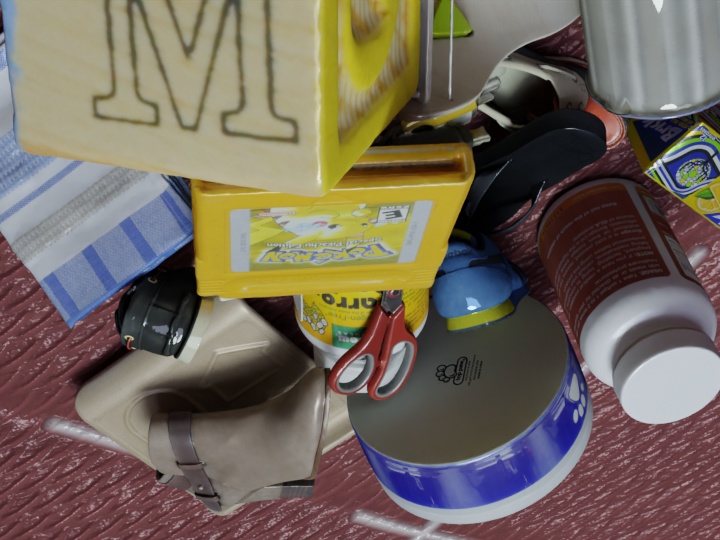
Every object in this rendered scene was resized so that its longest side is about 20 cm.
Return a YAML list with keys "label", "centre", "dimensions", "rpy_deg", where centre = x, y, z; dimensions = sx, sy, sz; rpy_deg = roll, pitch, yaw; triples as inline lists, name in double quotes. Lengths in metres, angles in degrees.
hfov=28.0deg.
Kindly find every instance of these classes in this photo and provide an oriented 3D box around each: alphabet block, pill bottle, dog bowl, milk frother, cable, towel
- label: "alphabet block"
  centre: [-0.082, -0.178, 0.867]
  dimensions: [0.199, 0.195, 0.197]
  rpy_deg: [10, 120, 17]
- label: "pill bottle"
  centre: [0.000, 0.000, 1.164]
  dimensions: [0.112, 0.113, 0.200]
  rpy_deg: [-7, 132, -7]
- label: "dog bowl"
  centre: [0.092, 0.111, 1.227]
  dimensions: [0.199, 0.200, 0.079]
  rpy_deg: [-21, 130, 5]
- label: "milk frother"
  centre: [0.248, -0.206, 0.973]
  dimensions: [0.180, 0.200, 0.188]
  rpy_deg: [-28, 132, -12]
- label: "pill bottle"
  centre: [0.222, 0.025, 1.182]
  dimensions: [0.112, 0.200, 0.112]
  rpy_deg: [-7, 132, -8]
- label: "cable"
  centre: [0.009, -0.083, 1.037]
  dimensions: [0.199, 0.050, 0.097]
  rpy_deg: [-14, 150, -17]
- label: "towel"
  centre: [-0.214, -0.076, 1.030]
  dimensions: [0.147, 0.024, 0.200]
  rpy_deg: [-33, 93, 18]

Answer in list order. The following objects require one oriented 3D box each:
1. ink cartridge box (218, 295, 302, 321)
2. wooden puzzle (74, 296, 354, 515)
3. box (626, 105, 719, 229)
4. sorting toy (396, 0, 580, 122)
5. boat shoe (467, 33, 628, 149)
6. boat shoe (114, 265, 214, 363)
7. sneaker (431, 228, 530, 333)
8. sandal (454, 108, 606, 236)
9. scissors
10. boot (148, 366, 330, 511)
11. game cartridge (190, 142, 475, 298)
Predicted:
- label: "ink cartridge box"
  centre: [-0.091, -0.061, 1.084]
  dimensions: [0.067, 0.117, 0.200]
  rpy_deg: [-12, 132, -8]
- label: "wooden puzzle"
  centre: [-0.123, 0.115, 1.286]
  dimensions: [0.185, 0.046, 0.200]
  rpy_deg: [-34, 125, 16]
- label: "box"
  centre: [0.310, -0.076, 1.203]
  dimensions: [0.200, 0.070, 0.064]
  rpy_deg: [29, 121, -33]
- label: "sorting toy"
  centre: [0.087, -0.226, 1.004]
  dimensions: [0.179, 0.107, 0.201]
  rpy_deg: [-13, 120, -24]
- label: "boat shoe"
  centre: [0.134, -0.135, 1.113]
  dimensions: [0.200, 0.063, 0.071]
  rpy_deg: [23, 120, -32]
- label: "boat shoe"
  centre: [-0.155, 0.027, 1.120]
  dimensions: [0.063, 0.201, 0.074]
  rpy_deg: [21, 90, -10]
- label: "sneaker"
  centre: [0.094, -0.004, 1.167]
  dimensions: [0.066, 0.200, 0.079]
  rpy_deg: [-17, 93, 11]
- label: "sandal"
  centre: [0.114, -0.065, 1.140]
  dimensions: [0.076, 0.043, 0.200]
  rpy_deg: [16, 151, -24]
- label: "scissors"
  centre: [0.029, 0.023, 1.112]
  dimensions: [0.073, 0.014, 0.200]
  rpy_deg: [0, 125, -29]
- label: "boot"
  centre: [-0.105, 0.140, 1.218]
  dimensions: [0.146, 0.070, 0.200]
  rpy_deg: [8, 137, -3]
- label: "game cartridge"
  centre: [-0.024, -0.027, 0.968]
  dimensions: [0.176, 0.033, 0.200]
  rpy_deg: [-3, 158, -6]
